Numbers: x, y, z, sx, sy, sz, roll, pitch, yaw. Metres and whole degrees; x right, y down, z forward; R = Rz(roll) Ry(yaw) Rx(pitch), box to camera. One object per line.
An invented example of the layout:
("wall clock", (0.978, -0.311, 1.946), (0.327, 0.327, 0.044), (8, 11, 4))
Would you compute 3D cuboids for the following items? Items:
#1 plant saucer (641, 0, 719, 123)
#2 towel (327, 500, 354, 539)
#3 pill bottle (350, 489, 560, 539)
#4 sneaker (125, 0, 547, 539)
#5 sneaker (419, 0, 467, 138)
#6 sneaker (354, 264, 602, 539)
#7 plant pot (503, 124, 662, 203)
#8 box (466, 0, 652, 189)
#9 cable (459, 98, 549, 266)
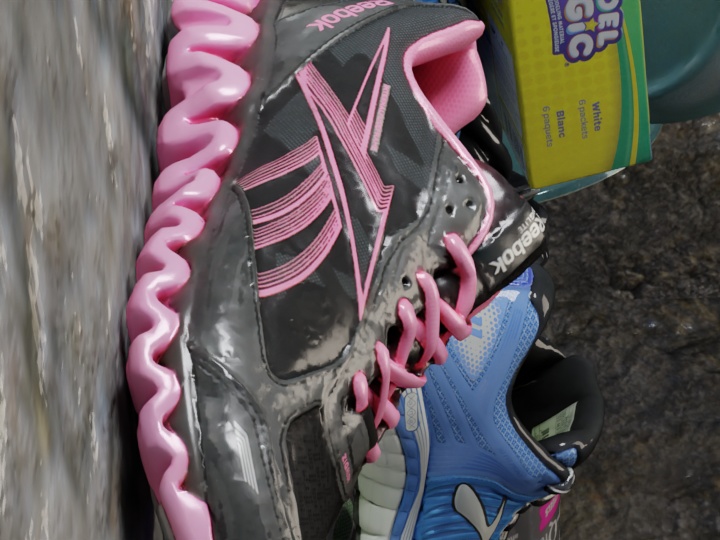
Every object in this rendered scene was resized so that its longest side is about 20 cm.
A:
("plant saucer", (0.074, -0.135, 0.802), (0.027, 0.200, 0.201), (-42, 144, -35))
("towel", (-0.022, 0.058, 0.763), (0.149, 0.031, 0.201), (-89, 177, -54))
("pill bottle", (0.032, 0.126, 0.995), (0.117, 0.116, 0.201), (-88, 175, -58))
("sneaker", (-0.003, 0.003, 0.522), (0.079, 0.095, 0.201), (88, 3, -50))
("sneaker", (0.008, -0.084, 0.708), (0.200, 0.078, 0.089), (64, 8, -67))
("sneaker", (0.043, 0.074, 0.792), (0.079, 0.089, 0.200), (-87, 174, -45))
("plant pot", (0.065, -0.165, 1.274), (0.200, 0.199, 0.197), (-87, 167, -62))
("box", (0.051, -0.142, 0.708), (0.118, 0.048, 0.201), (-108, -175, -53))
("cable", (0.012, -0.080, 0.970), (0.163, 0.051, 0.200), (56, -2, -24))
